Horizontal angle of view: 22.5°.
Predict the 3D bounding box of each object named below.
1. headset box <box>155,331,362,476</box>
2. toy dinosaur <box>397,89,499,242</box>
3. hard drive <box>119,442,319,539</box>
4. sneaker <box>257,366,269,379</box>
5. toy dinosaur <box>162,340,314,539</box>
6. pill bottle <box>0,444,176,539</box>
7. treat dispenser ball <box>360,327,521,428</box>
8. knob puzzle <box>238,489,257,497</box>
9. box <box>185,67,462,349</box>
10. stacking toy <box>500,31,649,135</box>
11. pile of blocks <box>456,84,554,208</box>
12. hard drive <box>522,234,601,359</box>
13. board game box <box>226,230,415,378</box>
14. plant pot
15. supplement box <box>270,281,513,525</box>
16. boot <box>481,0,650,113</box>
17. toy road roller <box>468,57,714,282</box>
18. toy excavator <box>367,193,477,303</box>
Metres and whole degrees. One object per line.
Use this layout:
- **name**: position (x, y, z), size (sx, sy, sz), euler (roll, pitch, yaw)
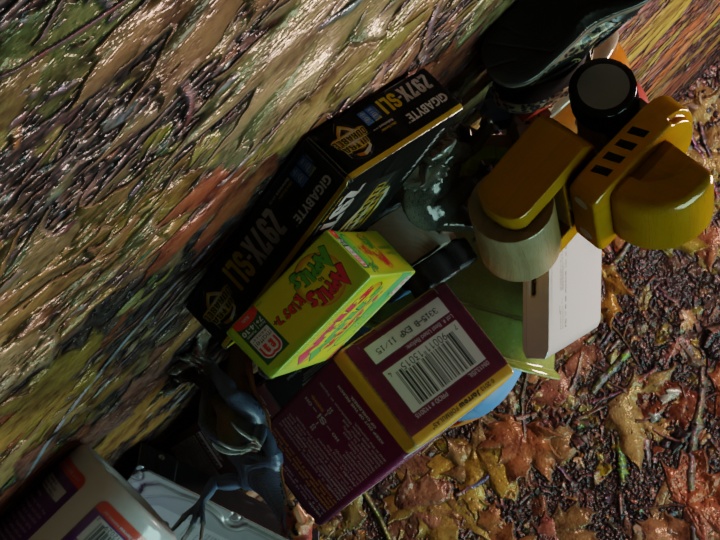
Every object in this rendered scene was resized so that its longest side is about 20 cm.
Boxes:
- **headset box**: position (-0.078, 0.132, 1.731), size (0.200, 0.075, 0.149), euler (-32, -177, 43)
- **toy dinosaur**: position (0.062, -0.079, 1.487), size (0.102, 0.077, 0.200), euler (-39, 157, -16)
- **hard drive**: position (-0.157, 0.257, 1.706), size (0.140, 0.200, 0.038), euler (-48, -157, 30)
- **sneaker**: position (-0.049, 0.050, 1.551), size (0.082, 0.075, 0.200), euler (-61, 178, -17)
- **toy dinosaur**: position (-0.083, 0.138, 1.494), size (0.200, 0.181, 0.105), euler (-40, 171, -39)
- **pill bottle**: position (-0.251, 0.243, 1.416), size (0.200, 0.111, 0.111), euler (-44, 172, -7)
- **treat dispenser ball**: position (0.080, 0.071, 1.945), size (0.201, 0.201, 0.201), euler (-44, 173, -7)
- **knob puzzle**: position (-0.134, 0.213, 1.842), size (0.219, 0.031, 0.220), euler (-22, -168, 5)
- **box**: position (-0.028, -0.045, 1.329), size (0.160, 0.049, 0.200), euler (-34, 166, -50)
- **stacking toy**: position (0.246, -0.123, 1.732), size (0.146, 0.200, 0.146), euler (-44, -167, 12)
- **pile of blocks**: position (0.132, -0.131, 1.592), size (0.062, 0.082, 0.200), euler (110, 1, -67)
- **hard drive**: position (0.187, 0.001, 1.662), size (0.200, 0.026, 0.132), euler (-18, 110, -69)
- **board game box**: position (-0.025, 0.022, 1.341), size (0.102, 0.048, 0.200), euler (-45, 174, 8)
- **plant pot**: position (0.119, -0.012, 1.745), size (0.200, 0.200, 0.190), euler (15, 90, -81)
- **supplement box**: position (0.017, 0.115, 1.541), size (0.131, 0.103, 0.200), euler (-34, 172, -37)
- **boot**: position (0.183, -0.207, 1.499), size (0.200, 0.073, 0.151), euler (-41, 171, -4)
- **toy road roller**: position (0.199, -0.061, 1.484), size (0.200, 0.146, 0.123), euler (-46, 155, -10)
- **toy excavator**: position (0.000, 0.000, 1.629), size (0.200, 0.100, 0.194), euler (-33, 178, 19)
